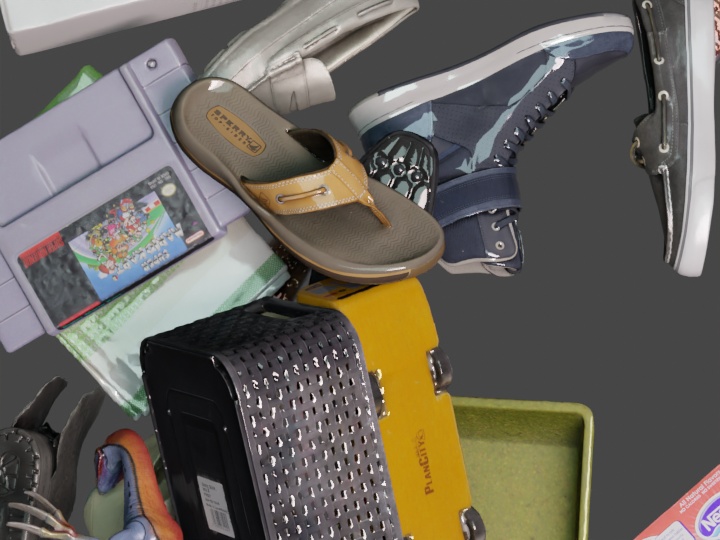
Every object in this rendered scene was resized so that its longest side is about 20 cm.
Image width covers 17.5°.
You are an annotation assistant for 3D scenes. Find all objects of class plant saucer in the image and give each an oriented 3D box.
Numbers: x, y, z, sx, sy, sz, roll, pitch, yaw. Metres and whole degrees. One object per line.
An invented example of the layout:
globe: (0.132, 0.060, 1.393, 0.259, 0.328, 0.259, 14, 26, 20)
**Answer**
plant saucer: (0.072, 0.184, 1.535, 0.199, 0.048, 0.202, 1, 86, 35)

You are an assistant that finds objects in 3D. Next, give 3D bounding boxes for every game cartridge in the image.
game cartridge: (-0.176, -0.047, 1.529, 0.199, 0.038, 0.130, -30, 87, 8)

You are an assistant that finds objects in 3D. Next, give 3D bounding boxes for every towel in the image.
towel: (-0.165, -0.019, 1.578, 0.149, 0.031, 0.200, -44, 89, -8)

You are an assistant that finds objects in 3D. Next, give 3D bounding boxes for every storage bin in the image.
storage bin: (-0.054, 0.129, 1.460, 0.093, 0.135, 0.202, -18, 103, -28)

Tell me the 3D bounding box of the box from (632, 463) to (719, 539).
box: (0.244, 0.197, 1.552, 0.200, 0.095, 0.103, -41, 72, -6)

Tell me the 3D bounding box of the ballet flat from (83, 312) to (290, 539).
ballet flat: (-0.100, 0.115, 1.551, 0.069, 0.069, 0.200, 41, 88, -2)

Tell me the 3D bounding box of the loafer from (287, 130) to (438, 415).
loafer: (0.000, 0.000, 1.540, 0.068, 0.070, 0.202, 22, 103, 5)

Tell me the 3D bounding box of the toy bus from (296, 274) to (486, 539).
toy bus: (0.019, 0.104, 1.478, 0.065, 0.078, 0.202, -20, 105, -29)

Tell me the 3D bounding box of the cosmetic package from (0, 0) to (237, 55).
cosmetic package: (-0.144, -0.206, 1.550, 0.198, 0.102, 0.075, -13, 88, -7)

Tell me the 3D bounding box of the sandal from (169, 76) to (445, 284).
sandal: (-0.034, -0.063, 1.462, 0.200, 0.055, 0.082, 40, 58, 14)

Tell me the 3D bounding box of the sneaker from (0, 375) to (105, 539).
sneaker: (-0.222, 0.168, 1.523, 0.060, 0.104, 0.202, 15, 89, 11)

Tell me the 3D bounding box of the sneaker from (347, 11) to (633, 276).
sneaker: (0.110, -0.078, 1.569, 0.201, 0.077, 0.147, -23, 78, 4)

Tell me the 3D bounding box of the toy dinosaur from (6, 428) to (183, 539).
toy dinosaur: (-0.128, 0.193, 1.480, 0.198, 0.105, 0.183, 10, 67, -5)

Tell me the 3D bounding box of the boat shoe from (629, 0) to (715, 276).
boat shoe: (0.212, -0.096, 1.596, 0.056, 0.069, 0.202, 1, 81, 3)

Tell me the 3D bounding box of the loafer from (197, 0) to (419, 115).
loafer: (-0.046, -0.137, 1.567, 0.200, 0.070, 0.070, -44, 77, -7)
